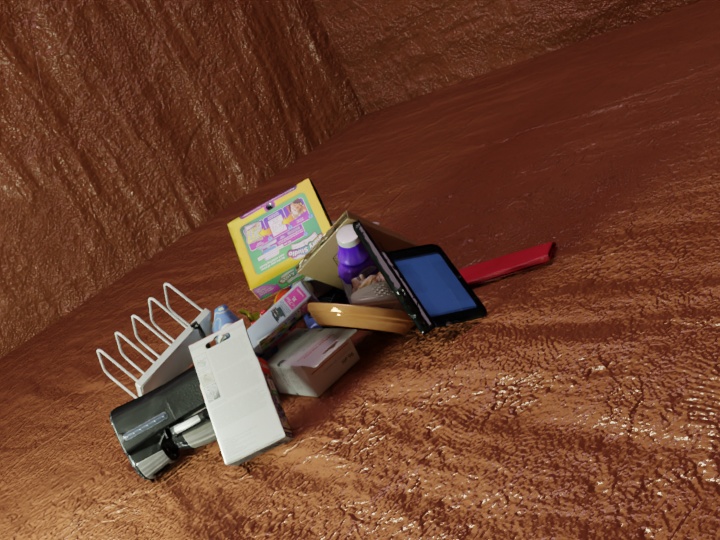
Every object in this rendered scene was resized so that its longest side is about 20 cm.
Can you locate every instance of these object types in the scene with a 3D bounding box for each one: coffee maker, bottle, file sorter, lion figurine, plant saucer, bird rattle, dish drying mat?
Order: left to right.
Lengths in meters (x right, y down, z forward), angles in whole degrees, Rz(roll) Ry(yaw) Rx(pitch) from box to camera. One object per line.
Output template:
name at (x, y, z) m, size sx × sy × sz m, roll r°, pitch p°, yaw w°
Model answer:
file sorter at (-0.404, 0.146, 1.616) m, size 0.201 × 0.124 × 0.140 m, roll -49°, pitch -12°, yaw -27°
coffee maker at (-0.320, 0.231, 1.409) m, size 0.197 × 0.135 × 0.194 m, roll -27°, pitch 61°, yaw 0°
bird rattle at (-0.161, 0.076, 1.619) m, size 0.163 × 0.113 × 0.200 m, roll -44°, pitch 2°, yaw -24°
bottle at (0.000, 0.000, 1.548) m, size 0.083 × 0.202 × 0.065 m, roll -31°, pitch 46°, yaw -13°
plant saucer at (0.003, 0.085, 1.419) m, size 0.195 × 0.038 × 0.200 m, roll 6°, pitch -6°, yaw 1°
lion figurine at (0.070, 0.030, 1.531) m, size 0.123 × 0.198 × 0.073 m, roll -54°, pitch 54°, yaw 16°
dish drying mat at (0.256, -0.007, 1.478) m, size 0.197 × 0.018 × 0.077 m, roll -20°, pitch 18°, yaw 30°

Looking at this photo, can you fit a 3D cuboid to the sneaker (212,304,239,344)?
sneaker at (-0.260, 0.133, 1.663) m, size 0.074 × 0.078 × 0.201 m, roll -21°, pitch -21°, yaw -15°

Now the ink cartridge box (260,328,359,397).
ink cartridge box at (-0.084, 0.160, 1.438) m, size 0.116 × 0.069 × 0.198 m, roll -39°, pitch 19°, yaw -32°

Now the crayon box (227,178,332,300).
crayon box at (-0.152, -0.064, 1.646) m, size 0.197 × 0.058 × 0.175 m, roll -28°, pitch 60°, yaw 4°

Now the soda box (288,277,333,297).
soda box at (-0.108, 0.022, 1.734) m, size 0.200 × 0.067 × 0.065 m, roll 138°, pitch 145°, yaw -58°

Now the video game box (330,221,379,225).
video game box at (-0.054, -0.056, 1.775) m, size 0.195 × 0.048 × 0.183 m, roll 1°, pitch -20°, yaw 3°

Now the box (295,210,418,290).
box at (-0.004, -0.026, 1.595) m, size 0.164 × 0.198 × 0.022 m, roll -45°, pitch 45°, yaw 26°

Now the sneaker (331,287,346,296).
sneaker at (-0.008, 0.020, 1.746) m, size 0.199 × 0.076 × 0.088 m, roll -22°, pitch 23°, yaw 51°

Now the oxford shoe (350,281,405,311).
oxford shoe at (0.080, 0.050, 1.433) m, size 0.195 × 0.059 × 0.075 m, roll -7°, pitch 24°, yaw -11°

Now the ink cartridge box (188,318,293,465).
ink cartridge box at (-0.192, 0.194, 1.300) m, size 0.107 × 0.203 × 0.050 m, roll -25°, pitch -19°, yaw 6°

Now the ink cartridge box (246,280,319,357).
ink cartridge box at (-0.162, 0.105, 1.457) m, size 0.199 × 0.042 × 0.119 m, roll -40°, pitch -9°, yaw -2°

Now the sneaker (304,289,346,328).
sneaker at (-0.064, 0.086, 1.620) m, size 0.077 × 0.071 × 0.200 m, roll -33°, pitch 15°, yaw 6°

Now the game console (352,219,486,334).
game console at (0.097, -0.005, 1.357) m, size 0.115 × 0.177 × 0.201 m, roll -34°, pitch 46°, yaw 2°
